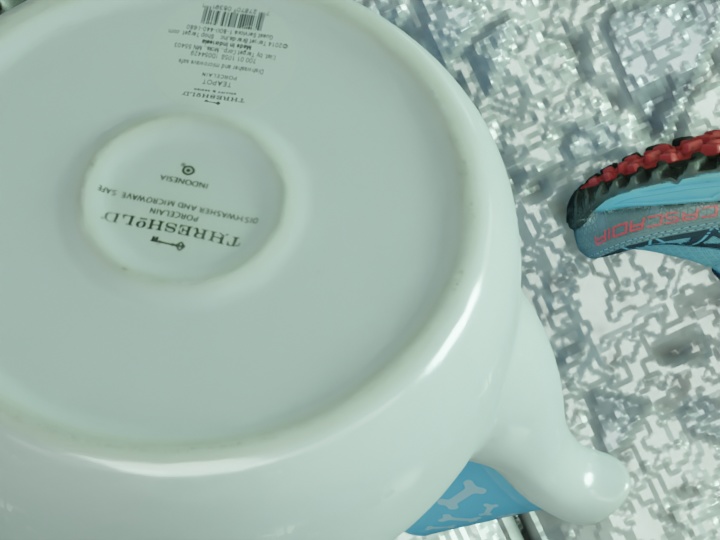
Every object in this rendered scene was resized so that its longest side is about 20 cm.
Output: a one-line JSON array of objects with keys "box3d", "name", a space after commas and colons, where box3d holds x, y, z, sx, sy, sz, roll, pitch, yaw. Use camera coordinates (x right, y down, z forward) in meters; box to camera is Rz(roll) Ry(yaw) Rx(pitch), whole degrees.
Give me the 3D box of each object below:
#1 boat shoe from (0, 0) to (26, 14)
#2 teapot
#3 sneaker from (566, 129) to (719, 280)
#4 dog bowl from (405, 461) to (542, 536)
[{"box3d": [-0.146, -0.073, 0.780, 0.067, 0.057, 0.200, 24, 65, 0], "name": "boat shoe"}, {"box3d": [-0.051, 0.020, 0.691, 0.197, 0.146, 0.200, -30, 63, -19], "name": "teapot"}, {"box3d": [0.169, 0.001, 0.811, 0.199, 0.079, 0.096, 1, 97, 1], "name": "sneaker"}, {"box3d": [0.000, 0.000, 0.803, 0.049, 0.111, 0.200, -28, 94, 17], "name": "dog bowl"}]
